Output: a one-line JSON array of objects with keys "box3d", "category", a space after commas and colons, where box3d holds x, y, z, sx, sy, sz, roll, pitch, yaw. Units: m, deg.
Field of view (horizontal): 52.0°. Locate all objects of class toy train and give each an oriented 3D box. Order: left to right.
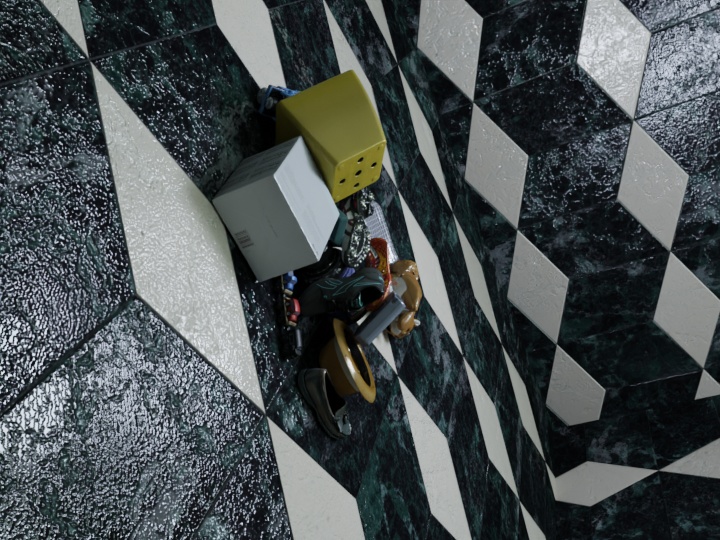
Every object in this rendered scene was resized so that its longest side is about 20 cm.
[{"box3d": [-0.145, 0.079, 1.495, 0.034, 0.045, 0.203, 30, 47, -61], "category": "toy train"}, {"box3d": [-0.153, -0.374, 1.710, 0.198, 0.088, 0.114, 5, 25, -46], "category": "toy train"}]

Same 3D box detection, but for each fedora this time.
[{"box3d": [-0.037, 0.205, 1.600, 0.203, 0.081, 0.201, 62, 8, -14], "category": "fedora"}]

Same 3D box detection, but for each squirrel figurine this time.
[{"box3d": [0.115, 0.081, 2.018, 0.188, 0.139, 0.202, 71, 26, -49], "category": "squirrel figurine"}]

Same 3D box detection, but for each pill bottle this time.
[{"box3d": [-0.063, 0.022, 1.656, 0.113, 0.110, 0.201, -82, 149, -48], "category": "pill bottle"}]

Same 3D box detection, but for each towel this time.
[{"box3d": [0.022, -0.084, 1.994, 0.165, 0.084, 0.203, -33, 105, -68], "category": "towel"}]

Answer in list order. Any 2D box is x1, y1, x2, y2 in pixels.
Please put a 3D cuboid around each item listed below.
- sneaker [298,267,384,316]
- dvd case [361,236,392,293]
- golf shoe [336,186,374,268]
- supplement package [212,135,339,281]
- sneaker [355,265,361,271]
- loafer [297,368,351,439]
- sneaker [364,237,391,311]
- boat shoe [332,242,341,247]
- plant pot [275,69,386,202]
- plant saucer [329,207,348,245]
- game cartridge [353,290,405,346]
[{"box3d": [-0.041, 0.054, 1.568, 0.080, 0.197, 0.076, -115, -177, -55], "category": "sneaker"}, {"box3d": [0.039, -0.009, 1.836, 0.200, 0.022, 0.148, 38, 40, -64], "category": "dvd case"}, {"box3d": [-0.023, -0.094, 1.638, 0.077, 0.087, 0.203, 44, 47, -50], "category": "golf shoe"}, {"box3d": [-0.161, -0.125, 1.465, 0.193, 0.145, 0.201, 63, 23, -24], "category": "supplement package"}, {"box3d": [0.000, 0.000, 1.823, 0.072, 0.072, 0.203, -48, 139, -44], "category": "sneaker"}, {"box3d": [-0.061, 0.279, 1.536, 0.201, 0.062, 0.072, 59, 25, -33], "category": "loafer"}, {"box3d": [0.040, 0.017, 1.678, 0.078, 0.072, 0.202, 82, 14, -48], "category": "sneaker"}, {"box3d": [-0.037, -0.134, 1.844, 0.201, 0.067, 0.074, -69, 164, -46], "category": "boat shoe"}, {"box3d": [-0.054, -0.268, 1.584, 0.177, 0.198, 0.201, 52, -24, 22], "category": "plant pot"}, {"box3d": [-0.096, -0.134, 1.629, 0.019, 0.071, 0.200, -7, 36, -39], "category": "plant saucer"}, {"box3d": [0.041, 0.107, 1.626, 0.041, 0.133, 0.200, 47, 3, -1], "category": "game cartridge"}]
